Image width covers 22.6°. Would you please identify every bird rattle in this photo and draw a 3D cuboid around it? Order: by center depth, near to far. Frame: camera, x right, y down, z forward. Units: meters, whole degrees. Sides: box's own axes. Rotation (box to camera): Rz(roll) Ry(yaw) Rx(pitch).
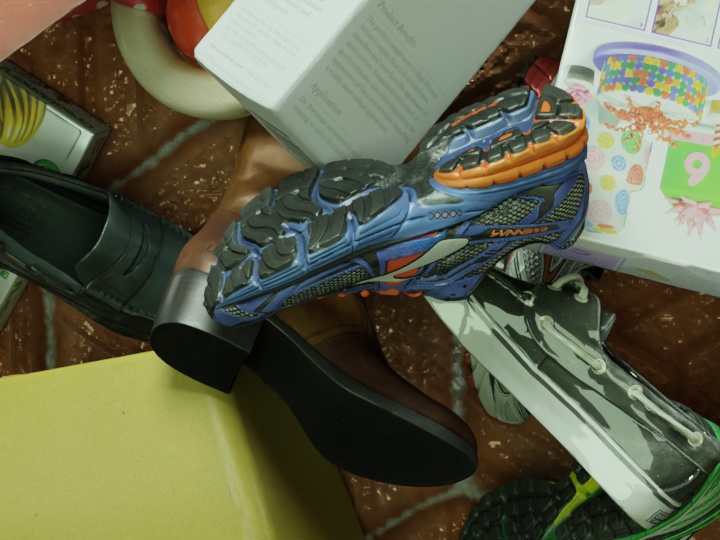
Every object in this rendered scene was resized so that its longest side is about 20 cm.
[{"bbox_3d":[-0.086,-0.160,0.959,0.199,0.113,0.164,-20,77,10],"label":"bird rattle"}]

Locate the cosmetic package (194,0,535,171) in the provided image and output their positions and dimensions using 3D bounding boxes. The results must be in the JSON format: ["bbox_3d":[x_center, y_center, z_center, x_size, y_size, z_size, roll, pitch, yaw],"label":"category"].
[{"bbox_3d":[0.023,-0.144,0.880,0.200,0.102,0.074,-51,52,-3],"label":"cosmetic package"}]

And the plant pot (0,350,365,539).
[{"bbox_3d":[-0.113,0.136,0.992,0.199,0.200,0.178,-11,85,13],"label":"plant pot"}]

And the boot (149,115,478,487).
[{"bbox_3d":[0.000,0.000,0.960,0.187,0.201,0.069,25,141,-3],"label":"boot"}]

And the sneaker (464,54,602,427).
[{"bbox_3d":[0.104,-0.010,0.974,0.082,0.078,0.201,14,101,8],"label":"sneaker"}]

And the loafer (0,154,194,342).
[{"bbox_3d":[-0.145,-0.010,1.003,0.199,0.070,0.069,23,72,-15],"label":"loafer"}]

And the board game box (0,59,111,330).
[{"bbox_3d":[-0.249,-0.031,1.066,0.126,0.035,0.201,32,104,5],"label":"board game box"}]

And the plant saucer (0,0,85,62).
[{"bbox_3d":[-0.160,-0.209,0.933,0.199,0.200,0.037,-35,131,3],"label":"plant saucer"}]

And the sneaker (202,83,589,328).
[{"bbox_3d":[0.021,-0.012,0.845,0.199,0.075,0.079,-20,120,5],"label":"sneaker"}]

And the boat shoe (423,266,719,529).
[{"bbox_3d":[0.099,0.036,0.905,0.064,0.071,0.200,-45,86,10],"label":"boat shoe"}]

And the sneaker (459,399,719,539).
[{"bbox_3d":[0.131,0.147,0.989,0.200,0.085,0.078,-35,48,33],"label":"sneaker"}]

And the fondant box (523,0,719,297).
[{"bbox_3d":[0.172,-0.095,0.916,0.143,0.058,0.201,14,79,3],"label":"fondant box"}]
